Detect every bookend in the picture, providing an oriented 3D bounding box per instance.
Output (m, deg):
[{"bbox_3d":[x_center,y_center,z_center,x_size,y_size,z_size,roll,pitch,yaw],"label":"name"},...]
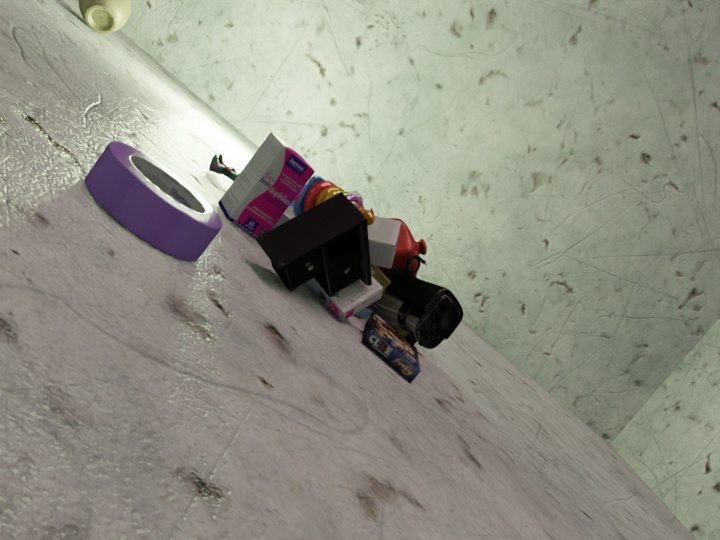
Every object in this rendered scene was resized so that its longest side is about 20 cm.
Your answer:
[{"bbox_3d":[-0.085,-0.016,1.275,0.092,0.198,0.201,47,-23,34],"label":"bookend"}]

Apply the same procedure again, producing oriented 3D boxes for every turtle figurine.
[{"bbox_3d":[-0.308,-0.252,1.756,0.197,0.102,0.150,24,-7,-3],"label":"turtle figurine"}]

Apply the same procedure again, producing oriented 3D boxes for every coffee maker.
[{"bbox_3d":[0.141,0.067,1.536,0.133,0.195,0.199,22,1,-39],"label":"coffee maker"}]

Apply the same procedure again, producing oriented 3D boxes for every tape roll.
[{"bbox_3d":[-0.303,-0.102,0.958,0.199,0.066,0.200,39,7,-6],"label":"tape roll"}]

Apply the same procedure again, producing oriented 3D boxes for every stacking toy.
[{"bbox_3d":[-0.038,-0.127,1.364,0.198,0.111,0.116,17,-18,48],"label":"stacking toy"}]

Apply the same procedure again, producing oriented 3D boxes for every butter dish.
[{"bbox_3d":[0.107,-0.050,1.731,0.202,0.145,0.202,80,-2,-46],"label":"butter dish"}]

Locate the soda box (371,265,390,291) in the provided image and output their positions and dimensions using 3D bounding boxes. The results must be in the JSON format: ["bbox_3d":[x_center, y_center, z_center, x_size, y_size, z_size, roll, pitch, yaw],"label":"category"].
[{"bbox_3d":[0.000,0.000,1.578,0.064,0.068,0.200,37,7,-28],"label":"soda box"}]

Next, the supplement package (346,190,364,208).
[{"bbox_3d":[-0.040,-0.104,1.783,0.117,0.115,0.204,-117,-164,-72],"label":"supplement package"}]

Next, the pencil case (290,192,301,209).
[{"bbox_3d":[-0.169,-0.181,1.754,0.089,0.087,0.203,-126,-167,-66],"label":"pencil case"}]

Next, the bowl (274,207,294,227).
[{"bbox_3d":[-0.199,-0.122,1.619,0.199,0.075,0.200,38,8,-21],"label":"bowl"}]

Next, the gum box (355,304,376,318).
[{"bbox_3d":[-0.072,0.022,1.516,0.200,0.045,0.169,43,7,26],"label":"gum box"}]

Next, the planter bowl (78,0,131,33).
[{"bbox_3d":[-1.016,-1.024,2.543,0.199,0.199,0.137,34,35,-38],"label":"planter bowl"}]

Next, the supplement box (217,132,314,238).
[{"bbox_3d":[-0.208,-0.184,1.421,0.101,0.201,0.103,33,8,-36],"label":"supplement box"}]

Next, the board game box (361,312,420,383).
[{"bbox_3d":[0.067,0.164,1.409,0.135,0.035,0.200,40,7,-2],"label":"board game box"}]

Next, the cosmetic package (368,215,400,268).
[{"bbox_3d":[-0.011,-0.080,1.515,0.196,0.072,0.102,13,39,6],"label":"cosmetic package"}]

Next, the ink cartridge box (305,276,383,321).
[{"bbox_3d":[-0.058,0.012,1.397,0.200,0.118,0.042,45,-36,25],"label":"ink cartridge box"}]

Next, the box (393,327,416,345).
[{"bbox_3d":[0.076,0.113,1.738,0.192,0.048,0.200,39,7,0],"label":"box"}]
